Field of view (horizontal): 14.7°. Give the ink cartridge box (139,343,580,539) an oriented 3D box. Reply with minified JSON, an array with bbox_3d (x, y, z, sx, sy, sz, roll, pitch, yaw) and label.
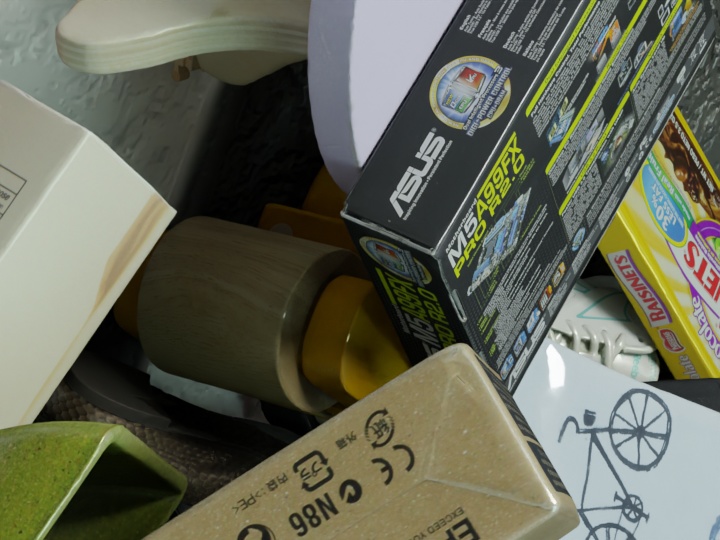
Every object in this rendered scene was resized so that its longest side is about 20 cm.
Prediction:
[{"bbox_3d":[-0.020,0.113,1.038,0.199,0.075,0.165,-33,170,3],"label":"ink cartridge box"}]

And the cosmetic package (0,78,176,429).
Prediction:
[{"bbox_3d":[-0.173,0.025,1.065,0.200,0.105,0.071,-54,142,-7],"label":"cosmetic package"}]

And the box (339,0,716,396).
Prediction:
[{"bbox_3d":[0.073,-0.062,1.121,0.201,0.044,0.160,-60,157,-16],"label":"box"}]

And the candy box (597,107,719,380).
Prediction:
[{"bbox_3d":[0.170,0.003,1.412,0.200,0.026,0.102,57,40,-27],"label":"candy box"}]

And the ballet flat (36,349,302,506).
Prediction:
[{"bbox_3d":[-0.056,0.094,1.227,0.199,0.067,0.046,25,107,-27],"label":"ballet flat"}]

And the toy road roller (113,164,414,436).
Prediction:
[{"bbox_3d":[0.000,0.000,1.234,0.200,0.122,0.147,30,76,-56],"label":"toy road roller"}]

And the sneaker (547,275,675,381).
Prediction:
[{"bbox_3d":[0.106,0.034,1.399,0.200,0.080,0.071,6,109,-48],"label":"sneaker"}]

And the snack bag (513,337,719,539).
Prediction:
[{"bbox_3d":[0.116,0.143,1.242,0.199,0.021,0.190,24,73,-27],"label":"snack bag"}]

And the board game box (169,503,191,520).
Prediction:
[{"bbox_3d":[-0.113,0.174,1.209,0.200,0.035,0.136,-27,88,-36],"label":"board game box"}]

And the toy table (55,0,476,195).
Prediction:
[{"bbox_3d":[-0.018,-0.120,1.066,0.184,0.117,0.201,-45,151,-41],"label":"toy table"}]

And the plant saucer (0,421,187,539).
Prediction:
[{"bbox_3d":[-0.150,0.140,1.049,0.200,0.048,0.200,-56,171,-6],"label":"plant saucer"}]

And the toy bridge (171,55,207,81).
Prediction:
[{"bbox_3d":[-0.067,-0.169,1.125,0.067,0.027,0.201,-19,125,-40],"label":"toy bridge"}]

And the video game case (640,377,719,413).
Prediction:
[{"bbox_3d":[0.150,0.107,1.407,0.181,0.199,0.026,48,45,-50],"label":"video game case"}]
